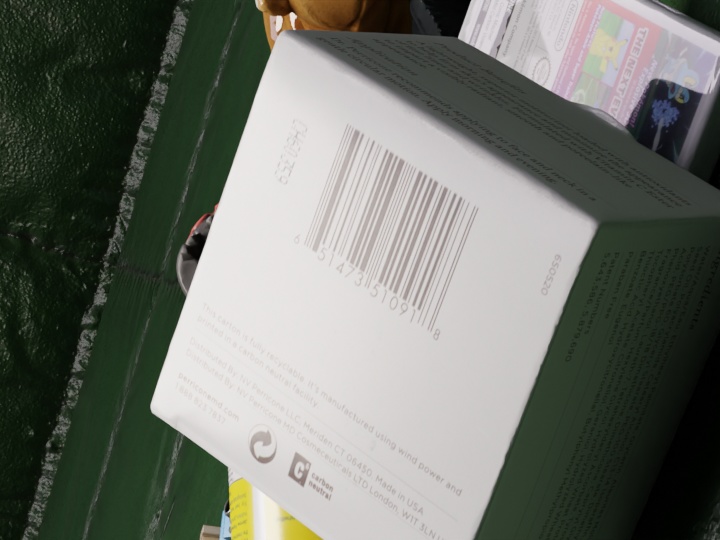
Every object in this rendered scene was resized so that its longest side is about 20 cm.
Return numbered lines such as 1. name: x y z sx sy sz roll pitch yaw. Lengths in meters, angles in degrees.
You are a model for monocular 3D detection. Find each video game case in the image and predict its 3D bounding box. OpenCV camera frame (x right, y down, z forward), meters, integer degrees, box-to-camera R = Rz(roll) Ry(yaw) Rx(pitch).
1. video game case: 0.095 -0.046 1.336 0.182 0.023 0.200 36 111 46

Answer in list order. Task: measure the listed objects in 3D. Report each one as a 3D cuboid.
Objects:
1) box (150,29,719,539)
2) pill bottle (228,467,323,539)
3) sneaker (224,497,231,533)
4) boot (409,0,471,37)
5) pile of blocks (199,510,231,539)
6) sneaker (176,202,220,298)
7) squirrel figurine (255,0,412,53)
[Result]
1. box: 0.039 0.021 1.215 0.199 0.131 0.200 34 114 35
2. pill bottle: -0.014 0.167 1.482 0.112 0.112 0.201 136 133 -68
3. sneaker: -0.045 0.157 1.602 0.077 0.082 0.201 -144 61 -72
4. boot: 0.052 -0.082 1.704 0.198 0.073 0.163 -96 19 -66
5. pile of blocks: -0.065 0.195 1.752 0.200 0.082 0.062 102 174 -67
6. sneaker: -0.015 -0.043 1.591 0.200 0.071 0.098 -40 -17 6
7. squirrel figurine: -0.002 -0.146 1.792 0.187 0.141 0.201 66 -162 -73
